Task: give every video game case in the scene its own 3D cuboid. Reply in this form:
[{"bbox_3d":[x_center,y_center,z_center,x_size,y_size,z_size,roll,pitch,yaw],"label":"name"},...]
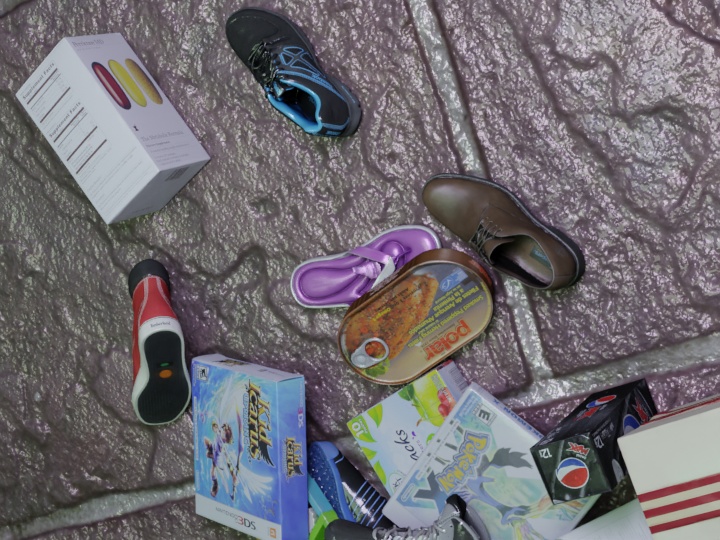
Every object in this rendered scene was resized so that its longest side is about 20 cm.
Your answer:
[{"bbox_3d":[0.143,0.253,1.612,0.182,0.022,0.200,38,116,11],"label":"video game case"},{"bbox_3d":[-0.135,0.213,1.752,0.181,0.045,0.201,8,102,49],"label":"video game case"}]

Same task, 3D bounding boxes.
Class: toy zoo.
[{"bbox_3d":[-0.089,0.293,1.762,0.200,0.020,0.131,52,131,33],"label":"toy zoo"}]

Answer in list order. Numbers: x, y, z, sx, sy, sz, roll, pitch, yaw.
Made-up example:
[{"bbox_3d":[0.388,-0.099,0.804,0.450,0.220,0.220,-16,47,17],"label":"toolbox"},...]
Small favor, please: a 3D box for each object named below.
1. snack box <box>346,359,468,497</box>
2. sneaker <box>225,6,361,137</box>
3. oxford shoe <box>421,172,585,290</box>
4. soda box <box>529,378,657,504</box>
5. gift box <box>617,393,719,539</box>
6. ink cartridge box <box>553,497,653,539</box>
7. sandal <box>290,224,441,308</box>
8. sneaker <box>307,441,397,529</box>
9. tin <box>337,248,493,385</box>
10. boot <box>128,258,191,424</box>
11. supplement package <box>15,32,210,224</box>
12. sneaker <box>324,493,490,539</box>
[{"bbox_3d":[0.095,0.223,1.671,0.142,0.053,0.200,-34,86,30],"label":"snack box"},{"bbox_3d":[-0.086,-0.228,1.657,0.200,0.082,0.073,43,118,15],"label":"sneaker"},{"bbox_3d":[0.144,-0.045,1.575,0.200,0.084,0.073,31,115,20],"label":"oxford shoe"},{"bbox_3d":[0.247,0.173,1.498,0.071,0.200,0.064,-20,93,29],"label":"soda box"},{"bbox_3d":[0.397,0.210,1.445,0.186,0.184,0.201,-25,88,35],"label":"gift box"},{"bbox_3d":[0.256,0.320,1.537,0.199,0.059,0.104,-26,66,-3],"label":"ink cartridge box"},{"bbox_3d":[0.003,0.007,1.677,0.202,0.050,0.083,-19,91,29],"label":"sandal"},{"bbox_3d":[0.003,0.287,1.729,0.070,0.078,0.200,-55,51,44],"label":"sneaker"},{"bbox_3d":[0.063,0.053,1.642,0.200,0.042,0.112,-36,104,28],"label":"tin"},{"bbox_3d":[-0.257,0.086,1.826,0.200,0.072,0.145,99,159,-44],"label":"boot"},{"bbox_3d":[-0.298,-0.174,1.759,0.109,0.114,0.200,-41,81,29],"label":"supplement package"},{"bbox_3d":[0.066,0.287,1.613,0.199,0.075,0.116,21,109,8],"label":"sneaker"}]
